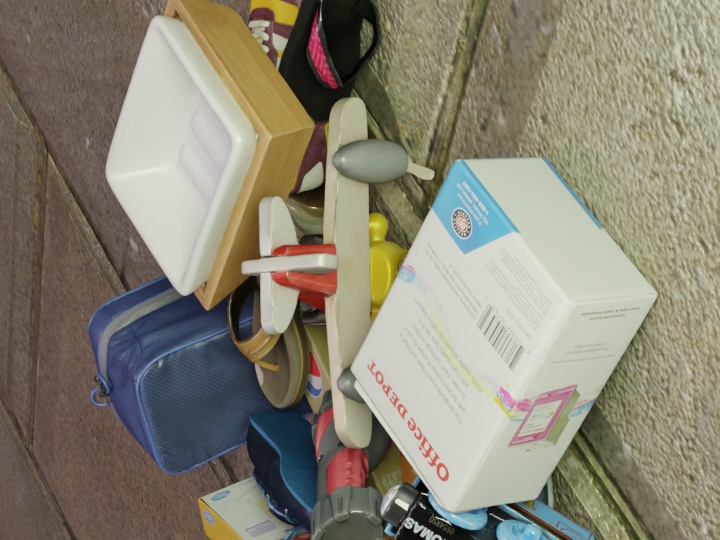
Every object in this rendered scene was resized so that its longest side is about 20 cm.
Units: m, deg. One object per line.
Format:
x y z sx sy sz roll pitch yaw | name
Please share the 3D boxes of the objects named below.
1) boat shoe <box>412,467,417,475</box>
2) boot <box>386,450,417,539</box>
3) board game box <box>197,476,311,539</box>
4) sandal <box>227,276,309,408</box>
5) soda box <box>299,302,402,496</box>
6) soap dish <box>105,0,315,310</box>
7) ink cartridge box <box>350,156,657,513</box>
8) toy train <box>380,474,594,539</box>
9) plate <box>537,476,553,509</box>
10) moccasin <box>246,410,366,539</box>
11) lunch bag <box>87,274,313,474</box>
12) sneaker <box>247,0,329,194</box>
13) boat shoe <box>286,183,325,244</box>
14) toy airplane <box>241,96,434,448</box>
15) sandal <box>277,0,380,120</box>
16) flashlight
0.071 0.137 1.642 0.074 0.067 0.200 29 134 57 | boat shoe
0.024 0.227 1.718 0.071 0.144 0.201 -28 80 67 | boot
-0.027 0.223 1.883 0.200 0.153 0.040 36 140 55 | board game box
-0.081 0.036 1.818 0.080 0.054 0.200 55 156 36 | sandal
-0.002 0.103 1.849 0.200 0.064 0.068 65 156 15 | soda box
-0.116 -0.093 1.703 0.157 0.081 0.200 56 144 28 | soap dish
0.091 0.044 1.497 0.145 0.085 0.200 55 132 34 | ink cartridge box
0.108 0.202 1.562 0.200 0.114 0.087 31 111 4 | toy train
0.099 0.125 1.688 0.200 0.026 0.200 48 148 44 | plate
-0.041 0.179 1.828 0.200 0.080 0.068 -128 40 -65 | moccasin
-0.146 0.078 1.978 0.132 0.200 0.136 45 151 51 | lunch bag
-0.068 -0.159 1.756 0.075 0.090 0.200 -2 106 66 | sneaker
-0.078 -0.083 1.869 0.200 0.072 0.065 43 144 38 | boat shoe
0.000 0.000 1.650 0.199 0.141 0.200 -73 -24 -48 | toy airplane
-0.015 -0.179 1.654 0.045 0.075 0.200 45 145 26 | sandal
-0.004 0.153 1.668 0.200 0.068 0.068 -93 0 -69 | flashlight
